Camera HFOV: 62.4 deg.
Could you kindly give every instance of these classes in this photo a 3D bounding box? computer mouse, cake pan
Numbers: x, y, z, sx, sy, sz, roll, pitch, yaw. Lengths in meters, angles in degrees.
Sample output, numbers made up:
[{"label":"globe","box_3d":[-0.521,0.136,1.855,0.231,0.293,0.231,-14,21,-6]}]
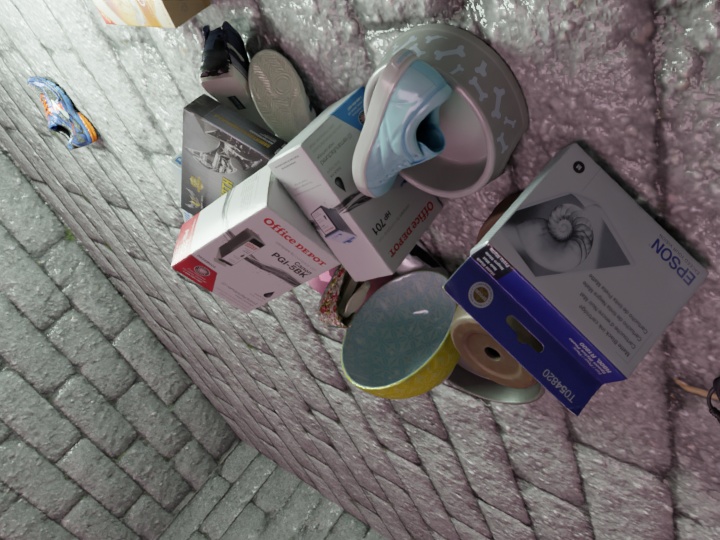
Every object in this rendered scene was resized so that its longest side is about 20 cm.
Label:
[{"label":"computer mouse","box_3d":[0.100,0.013,0.934,0.200,0.044,0.110,44,154,-3]},{"label":"cake pan","box_3d":[0.201,0.147,0.956,0.198,0.037,0.201,21,149,13]}]

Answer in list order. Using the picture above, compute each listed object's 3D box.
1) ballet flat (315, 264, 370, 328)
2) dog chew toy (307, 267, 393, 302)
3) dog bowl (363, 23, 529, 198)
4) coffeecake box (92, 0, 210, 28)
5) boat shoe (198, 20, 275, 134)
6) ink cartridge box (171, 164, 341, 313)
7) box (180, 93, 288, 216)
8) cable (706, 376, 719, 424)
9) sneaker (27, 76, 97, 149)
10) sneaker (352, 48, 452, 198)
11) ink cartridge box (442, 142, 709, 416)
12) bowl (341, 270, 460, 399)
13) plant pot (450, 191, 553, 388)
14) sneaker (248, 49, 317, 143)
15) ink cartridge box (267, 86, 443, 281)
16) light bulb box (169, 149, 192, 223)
[{"label":"ballet flat","box_3d":[0.000,0.000,0.901,0.075,0.202,0.064,20,-176,-41]},{"label":"dog chew toy","box_3d":[-0.003,0.015,1.000,0.200,0.125,0.124,41,154,-15]},{"label":"dog bowl","box_3d":[0.088,-0.170,0.676,0.199,0.059,0.201,31,151,20]},{"label":"coffeecake box","box_3d":[-0.324,-0.432,0.834,0.199,0.073,0.154,21,146,38]},{"label":"boat shoe","box_3d":[-0.173,-0.275,0.876,0.074,0.094,0.200,-5,164,8]},{"label":"ink cartridge box","box_3d":[-0.140,-0.038,0.827,0.199,0.084,0.146,-27,133,32]},{"label":"box","box_3d":[-0.184,-0.131,0.868,0.157,0.048,0.201,31,140,6]},{"label":"cable","box_3d":[0.488,0.158,0.630,0.199,0.051,0.164,34,147,22]},{"label":"sneaker","box_3d":[-0.735,-0.382,1.446,0.200,0.079,0.075,49,151,-13]},{"label":"sneaker","box_3d":[0.046,-0.133,0.641,0.082,0.074,0.201,39,153,14]},{"label":"ink cartridge box","box_3d":[0.218,0.009,0.603,0.199,0.200,0.041,42,172,-2]},{"label":"bowl","box_3d":[0.079,0.111,0.868,0.199,0.201,0.108,5,146,49]},{"label":"plant pot","box_3d":[0.198,0.037,0.697,0.199,0.175,0.201,31,150,20]},{"label":"sneaker","box_3d":[-0.094,-0.214,0.851,0.202,0.074,0.085,63,-175,-7]},{"label":"ink cartridge box","box_3d":[-0.001,-0.109,0.780,0.085,0.147,0.201,-14,120,51]},{"label":"light bulb box","box_3d":[-0.219,-0.122,1.079,0.199,0.125,0.199,34,151,13]}]
